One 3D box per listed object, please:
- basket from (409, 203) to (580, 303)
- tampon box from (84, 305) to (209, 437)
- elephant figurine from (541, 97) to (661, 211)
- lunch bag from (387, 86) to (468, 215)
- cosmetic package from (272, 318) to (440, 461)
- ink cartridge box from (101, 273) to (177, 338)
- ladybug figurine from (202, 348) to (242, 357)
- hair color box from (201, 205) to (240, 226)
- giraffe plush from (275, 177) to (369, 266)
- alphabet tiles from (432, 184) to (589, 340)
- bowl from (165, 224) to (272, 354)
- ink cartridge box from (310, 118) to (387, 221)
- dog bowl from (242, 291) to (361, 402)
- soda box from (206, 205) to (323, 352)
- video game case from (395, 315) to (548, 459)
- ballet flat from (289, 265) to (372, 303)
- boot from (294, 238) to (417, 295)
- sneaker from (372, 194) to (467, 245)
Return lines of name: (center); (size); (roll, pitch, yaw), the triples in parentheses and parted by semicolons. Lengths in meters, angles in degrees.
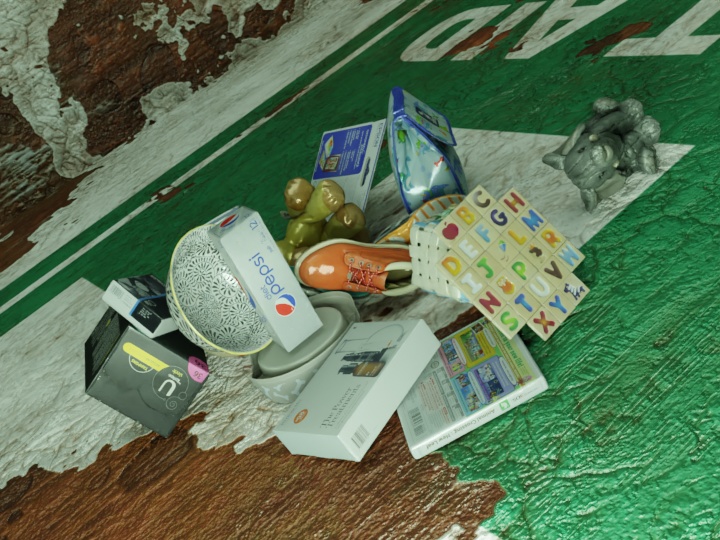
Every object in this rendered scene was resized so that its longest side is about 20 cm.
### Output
basket: (0.180, -0.024, 1.462); (0.197, 0.142, 0.175); (-3, 10, -33)
tampon box: (-0.336, 0.135, 1.664); (0.127, 0.149, 0.200); (-54, 23, 7)
elephant figurine: (0.331, -0.160, 1.524); (0.140, 0.158, 0.199); (22, 43, 34)
lunch bag: (0.102, -0.200, 1.796); (0.126, 0.202, 0.171); (-25, 23, 10)
cosmetic package: (-0.005, 0.152, 1.381); (0.150, 0.052, 0.201); (-11, 35, 53)
ink cartridge box: (-0.316, 0.050, 1.641); (0.039, 0.099, 0.200); (-54, -5, 7)
ladybug figurine: (-0.185, 0.074, 1.703); (0.198, 0.136, 0.072); (-26, -24, -34)
hair color box: (-0.215, -0.029, 1.848); (0.099, 0.200, 0.061); (-29, 68, 0)
giraffe plush: (-0.101, -0.042, 1.795); (0.198, 0.173, 0.163); (-10, 40, 46)
alphabet tiles: (0.193, -0.013, 1.360); (0.166, 0.200, 0.006); (-42, -9, -25)
bowl: (-0.220, 0.043, 1.586); (0.094, 0.201, 0.202); (-30, 18, 42)
ink cartridge box: (-0.021, -0.164, 1.924); (0.198, 0.047, 0.201); (-1, 71, 51)
dog bowl: (-0.080, 0.115, 1.566); (0.197, 0.059, 0.201); (-24, 24, 12)
soda box: (-0.134, 0.012, 1.505); (0.068, 0.202, 0.063); (-36, 25, -15)
video game case: (0.126, 0.136, 1.333); (0.180, 0.022, 0.201); (-29, 23, 4)
ballet flat: (-0.080, 0.031, 1.683); (0.196, 0.071, 0.070); (8, 25, -6)
boot: (0.000, 0.000, 1.600); (0.196, 0.077, 0.107); (-4, 20, -7)
sneaker: (0.093, -0.065, 1.701); (0.197, 0.079, 0.077); (-28, 14, 2)
